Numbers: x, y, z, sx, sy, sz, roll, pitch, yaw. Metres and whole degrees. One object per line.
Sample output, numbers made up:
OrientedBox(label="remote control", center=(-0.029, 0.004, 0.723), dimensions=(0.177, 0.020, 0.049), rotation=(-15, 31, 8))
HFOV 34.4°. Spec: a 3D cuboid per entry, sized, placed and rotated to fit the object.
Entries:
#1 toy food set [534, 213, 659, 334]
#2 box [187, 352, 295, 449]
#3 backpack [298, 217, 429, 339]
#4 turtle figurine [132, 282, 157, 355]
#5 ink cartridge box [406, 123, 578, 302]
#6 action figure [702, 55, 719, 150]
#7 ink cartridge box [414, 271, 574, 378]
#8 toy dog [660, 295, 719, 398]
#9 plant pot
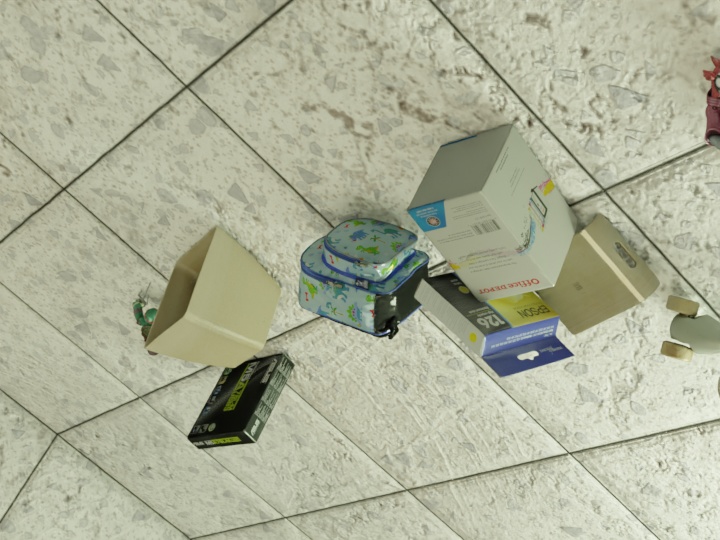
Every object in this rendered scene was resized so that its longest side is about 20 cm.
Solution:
OrientedBox(label="toy food set", center=(0.348, 0.006, 1.805), dimensions=(0.144, 0.060, 0.199), rotation=(48, 141, -6))
OrientedBox(label="box", center=(-0.246, 0.271, 2.399), dimensions=(0.192, 0.202, 0.048), rotation=(-16, 127, 46))
OrientedBox(label="backpack", center=(0.000, 0.000, 1.928), dimensions=(0.197, 0.183, 0.149), rotation=(13, 119, 26))
OrientedBox(label="turtle figurine", center=(-0.416, 0.111, 2.416), dimensions=(0.148, 0.102, 0.201), rotation=(19, 149, 13))
OrientedBox(label="ink cartridge box", center=(0.199, -0.081, 1.714), dimensions=(0.146, 0.146, 0.201), rotation=(-12, 128, 43))
OrientedBox(label="action figure", center=(0.490, -0.188, 1.457), dimensions=(0.201, 0.133, 0.149), rotation=(52, -177, -11))
OrientedBox(label="ink cartridge box", center=(0.214, 0.071, 1.790), dimensions=(0.200, 0.196, 0.048), rotation=(41, 123, 32))
OrientedBox(label="toy dog", center=(0.544, 0.106, 1.744), dimensions=(0.200, 0.096, 0.133), rotation=(41, 113, 35))
OrientedBox(label="plant pot", center=(-0.266, 0.072, 2.192), dimensions=(0.176, 0.202, 0.199), rotation=(30, 146, -21))
